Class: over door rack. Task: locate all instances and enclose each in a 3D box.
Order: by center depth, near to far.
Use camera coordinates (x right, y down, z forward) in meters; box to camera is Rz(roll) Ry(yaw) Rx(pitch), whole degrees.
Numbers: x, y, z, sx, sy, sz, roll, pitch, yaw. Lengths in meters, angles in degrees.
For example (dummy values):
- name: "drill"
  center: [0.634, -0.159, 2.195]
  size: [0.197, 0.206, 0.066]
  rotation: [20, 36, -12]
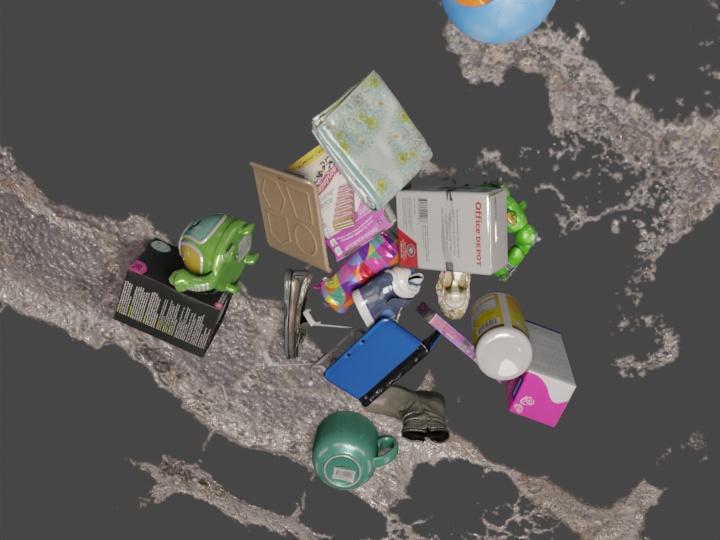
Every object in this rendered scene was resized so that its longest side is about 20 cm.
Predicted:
- name: "over door rack"
  center: [-0.086, 0.168, 1.453]
  size: [0.147, 0.067, 0.198]
  rotation: [-43, 144, 19]

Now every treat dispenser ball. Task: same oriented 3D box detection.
- name: "treat dispenser ball"
  center: [0.220, -0.468, 1.113]
  size: [0.195, 0.202, 0.206]
  rotation: [2, 115, 4]

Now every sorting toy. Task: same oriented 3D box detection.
- name: "sorting toy"
  center: [-0.129, -0.106, 1.342]
  size: [0.183, 0.036, 0.204]
  rotation: [23, 136, 40]

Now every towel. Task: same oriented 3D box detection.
- name: "towel"
  center: [0.024, -0.235, 1.267]
  size: [0.171, 0.048, 0.201]
  rotation: [-43, 105, -20]

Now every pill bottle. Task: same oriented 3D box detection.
- name: "pill bottle"
  center: [0.271, 0.116, 1.370]
  size: [0.106, 0.201, 0.112]
  rotation: [2, 115, 4]

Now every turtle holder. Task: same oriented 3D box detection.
- name: "turtle holder"
  center: [-0.292, -0.025, 1.381]
  size: [0.129, 0.141, 0.189]
  rotation: [19, 74, 12]

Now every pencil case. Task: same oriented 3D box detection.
- name: "pencil case"
  center: [0.000, 0.000, 1.412]
  size: [0.088, 0.089, 0.199]
  rotation: [43, 110, -14]

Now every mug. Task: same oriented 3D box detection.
- name: "mug"
  center: [-0.022, 0.407, 1.578]
  size: [0.183, 0.115, 0.153]
  rotation: [-33, 108, 19]

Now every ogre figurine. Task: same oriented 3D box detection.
- name: "ogre figurine"
  center: [0.258, -0.091, 1.341]
  size: [0.119, 0.097, 0.204]
  rotation: [-33, 76, 31]

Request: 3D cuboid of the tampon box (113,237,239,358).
- name: "tampon box"
  center: [-0.372, 0.054, 1.434]
  size: [0.196, 0.151, 0.128]
  rotation: [25, 115, -6]

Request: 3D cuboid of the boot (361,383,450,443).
- name: "boot"
  center: [0.095, 0.312, 1.514]
  size: [0.194, 0.131, 0.069]
  rotation: [3, 115, 4]

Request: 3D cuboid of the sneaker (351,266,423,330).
- name: "sneaker"
  center: [0.072, 0.066, 1.411]
  size: [0.144, 0.082, 0.201]
  rotation: [-28, 147, 2]

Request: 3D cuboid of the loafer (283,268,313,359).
- name: "loafer"
  center: [-0.131, 0.096, 1.476]
  size: [0.061, 0.072, 0.205]
  rotation: [1, 113, -1]

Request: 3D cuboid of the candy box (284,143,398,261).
- name: "candy box"
  center: [-0.036, -0.142, 1.333]
  size: [0.135, 0.061, 0.203]
  rotation: [-31, 90, 18]

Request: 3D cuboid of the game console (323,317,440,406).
- name: "game console"
  center: [0.047, 0.172, 1.448]
  size: [0.200, 0.170, 0.119]
  rotation: [-43, 87, 24]

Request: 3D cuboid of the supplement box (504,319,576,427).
- name: "supplement box"
  center: [0.350, 0.199, 1.400]
  size: [0.101, 0.201, 0.103]
  rotation: [18, 115, -4]

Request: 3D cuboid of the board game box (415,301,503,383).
- name: "board game box"
  center: [0.204, 0.145, 1.436]
  size: [0.199, 0.120, 0.032]
  rotation: [40, 96, -13]

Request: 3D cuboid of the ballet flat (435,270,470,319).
- name: "ballet flat"
  center: [0.190, 0.019, 1.411]
  size: [0.073, 0.064, 0.205]
  rotation: [1, 115, 4]

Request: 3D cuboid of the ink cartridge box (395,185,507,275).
- name: "ink cartridge box"
  center: [0.170, -0.079, 1.299]
  size: [0.196, 0.083, 0.149]
  rotation: [7, 107, 37]
